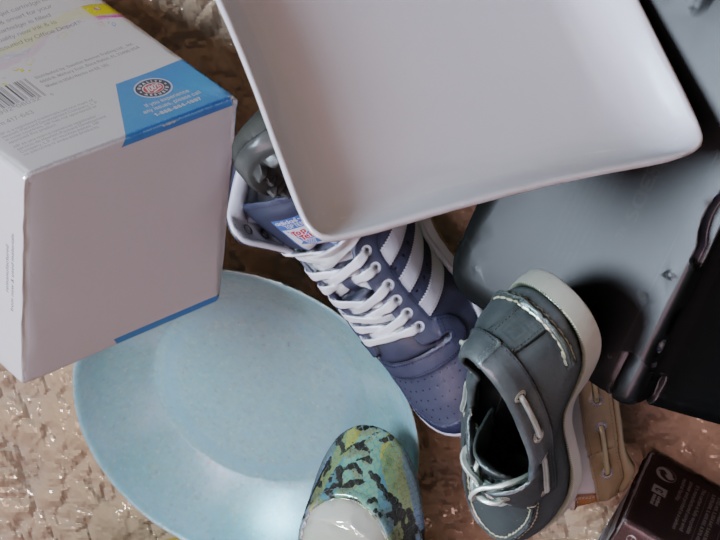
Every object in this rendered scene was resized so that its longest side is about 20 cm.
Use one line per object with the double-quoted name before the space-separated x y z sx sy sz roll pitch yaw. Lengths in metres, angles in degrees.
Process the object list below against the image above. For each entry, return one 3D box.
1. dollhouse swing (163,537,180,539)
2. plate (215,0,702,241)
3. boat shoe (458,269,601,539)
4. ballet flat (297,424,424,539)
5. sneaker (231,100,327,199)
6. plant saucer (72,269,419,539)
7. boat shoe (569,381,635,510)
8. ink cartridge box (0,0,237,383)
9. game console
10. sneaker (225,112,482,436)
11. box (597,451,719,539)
"dollhouse swing" -0.097 0.287 1.435 0.176 0.181 0.201 45 138 46
"plate" 0.030 -0.112 1.132 0.201 0.198 0.032 67 155 21
"boat shoe" 0.066 0.077 1.206 0.073 0.062 0.201 41 151 21
"ballet flat" -0.010 0.184 1.326 0.074 0.074 0.202 7 98 19
"sneaker" -0.010 -0.097 1.193 0.091 0.200 0.066 52 130 6
"plant saucer" -0.059 0.074 1.385 0.200 0.039 0.202 9 126 12
"boat shoe" 0.108 0.027 1.285 0.068 0.075 0.201 -1 115 -3
"ink cartridge box" -0.176 -0.063 1.275 0.200 0.128 0.126 37 136 36
"game console" 0.170 -0.039 1.203 0.175 0.116 0.201 33 108 28
"sneaker" 0.000 0.000 1.259 0.070 0.108 0.201 -20 94 31
"box" 0.210 0.195 1.329 0.199 0.075 0.100 29 124 3
